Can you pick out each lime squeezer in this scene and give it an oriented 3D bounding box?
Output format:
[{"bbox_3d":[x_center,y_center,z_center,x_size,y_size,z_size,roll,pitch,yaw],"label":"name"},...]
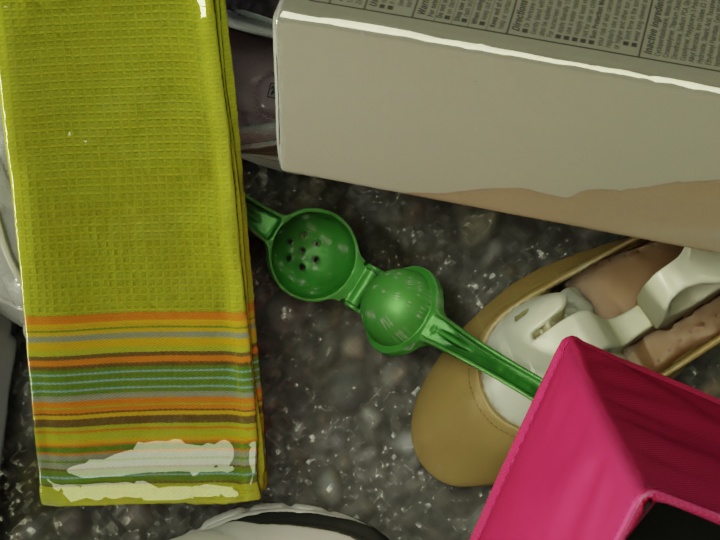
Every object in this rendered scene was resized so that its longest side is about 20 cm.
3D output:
[{"bbox_3d":[0.000,0.000,0.833,0.200,0.071,0.038,33,71,14],"label":"lime squeezer"}]

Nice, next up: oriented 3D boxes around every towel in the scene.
[{"bbox_3d":[-0.083,-0.010,0.793,0.086,0.018,0.201,-4,105,0],"label":"towel"}]

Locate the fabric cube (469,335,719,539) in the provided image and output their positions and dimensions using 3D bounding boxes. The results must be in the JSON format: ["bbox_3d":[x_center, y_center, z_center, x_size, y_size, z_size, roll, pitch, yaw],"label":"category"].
[{"bbox_3d":[0.122,0.161,0.678,0.199,0.199,0.197,22,98,-4],"label":"fabric cube"}]

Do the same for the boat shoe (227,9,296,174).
[{"bbox_3d":[-0.083,-0.078,0.875,0.201,0.065,0.075,11,82,13],"label":"boat shoe"}]

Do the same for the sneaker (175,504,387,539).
[{"bbox_3d":[-0.078,0.133,0.806,0.199,0.080,0.074,-9,91,-5],"label":"sneaker"}]

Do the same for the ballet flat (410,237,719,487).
[{"bbox_3d":[0.100,0.013,0.822,0.200,0.063,0.069,-33,77,5],"label":"ballet flat"}]

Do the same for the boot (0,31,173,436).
[{"bbox_3d":[-0.128,-0.005,0.842,0.095,0.074,0.201,-14,105,10],"label":"boot"}]

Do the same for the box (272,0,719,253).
[{"bbox_3d":[0.076,-0.074,0.769,0.199,0.078,0.095,12,49,10],"label":"box"}]

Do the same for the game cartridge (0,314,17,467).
[{"bbox_3d":[-0.201,0.083,0.846,0.038,0.129,0.201,-2,78,49],"label":"game cartridge"}]
